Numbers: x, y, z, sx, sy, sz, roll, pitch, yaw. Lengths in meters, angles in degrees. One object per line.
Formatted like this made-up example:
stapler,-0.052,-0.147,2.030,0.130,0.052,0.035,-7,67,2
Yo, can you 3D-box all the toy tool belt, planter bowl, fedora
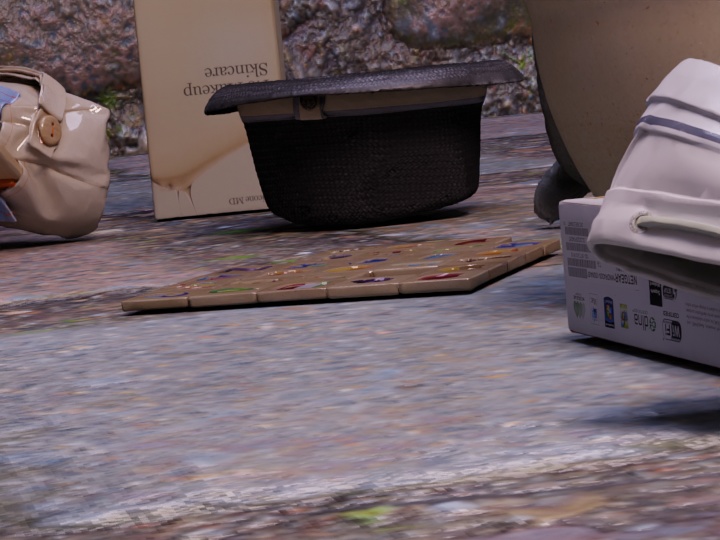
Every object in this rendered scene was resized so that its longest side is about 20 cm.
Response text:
toy tool belt,-0.265,-0.073,1.724,0.199,0.126,0.122,-2,-2,41
planter bowl,0.167,-0.063,1.048,0.198,0.136,0.200,-5,6,0
fedora,0.005,-0.077,1.620,0.199,0.092,0.201,-5,5,0

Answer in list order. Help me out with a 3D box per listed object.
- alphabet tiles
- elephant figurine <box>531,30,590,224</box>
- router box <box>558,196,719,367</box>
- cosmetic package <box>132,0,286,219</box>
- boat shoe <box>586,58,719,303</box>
alphabet tiles,0.000,0.000,1.253,0.166,0.008,0.200,-4,5,19
elephant figurine,0.191,-0.083,1.368,0.141,0.156,0.199,-43,50,-20
router box,0.183,-0.005,0.867,0.178,0.049,0.200,-7,5,-15
cosmetic package,-0.104,-0.142,1.861,0.103,0.202,0.073,-6,4,2
boat shoe,0.146,0.008,0.693,0.199,0.067,0.073,26,-9,44
